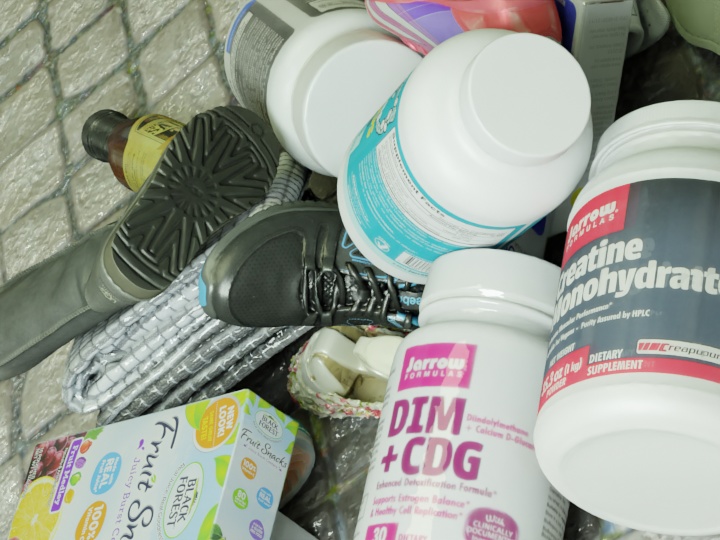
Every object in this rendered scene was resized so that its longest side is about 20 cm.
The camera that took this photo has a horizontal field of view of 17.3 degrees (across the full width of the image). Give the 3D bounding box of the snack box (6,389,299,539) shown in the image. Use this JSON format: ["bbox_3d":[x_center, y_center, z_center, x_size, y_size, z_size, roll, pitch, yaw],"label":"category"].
[{"bbox_3d":[-0.136,0.160,1.433,0.199,0.053,0.143,-16,50,41],"label":"snack box"}]

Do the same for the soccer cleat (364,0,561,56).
[{"bbox_3d":[0.060,-0.145,1.441,0.066,0.077,0.200,-16,14,-24],"label":"soccer cleat"}]

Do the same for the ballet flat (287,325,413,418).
[{"bbox_3d":[0.010,0.057,1.471,0.200,0.064,0.076,3,64,49],"label":"ballet flat"}]

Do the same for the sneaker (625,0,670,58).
[{"bbox_3d":[0.157,-0.210,1.489,0.115,0.075,0.201,-118,35,-44],"label":"sneaker"}]

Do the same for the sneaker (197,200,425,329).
[{"bbox_3d":[0.000,0.000,1.438,0.082,0.199,0.074,-137,43,-54],"label":"sneaker"}]

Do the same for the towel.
[{"bbox_3d":[-0.100,0.022,1.571,0.200,0.086,0.166,-38,12,11],"label":"towel"}]

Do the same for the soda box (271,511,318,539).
[{"bbox_3d":[-0.097,0.237,1.427,0.063,0.068,0.201,-6,55,45],"label":"soda box"}]

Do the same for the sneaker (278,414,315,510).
[{"bbox_3d":[-0.114,0.134,1.532,0.200,0.071,0.080,-33,44,26],"label":"sneaker"}]

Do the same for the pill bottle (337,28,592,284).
[{"bbox_3d":[0.063,-0.067,1.334,0.111,0.110,0.200,-67,9,-21],"label":"pill bottle"}]

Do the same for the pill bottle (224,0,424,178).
[{"bbox_3d":[-0.017,-0.127,1.586,0.114,0.114,0.200,-49,23,3],"label":"pill bottle"}]

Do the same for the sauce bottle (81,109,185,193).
[{"bbox_3d":[-0.148,-0.082,1.764,0.200,0.066,0.066,25,78,52],"label":"sauce bottle"}]

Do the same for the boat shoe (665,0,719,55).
[{"bbox_3d":[0.233,-0.165,1.427,0.060,0.072,0.201,-4,25,-9],"label":"boat shoe"}]

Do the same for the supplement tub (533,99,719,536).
[{"bbox_3d":[0.172,0.026,1.255,0.140,0.140,0.201,-17,48,38],"label":"supplement tub"}]

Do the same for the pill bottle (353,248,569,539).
[{"bbox_3d":[0.065,0.098,1.317,0.113,0.113,0.201,-10,58,42],"label":"pill bottle"}]

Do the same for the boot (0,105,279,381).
[{"bbox_3d":[-0.156,-0.013,1.532,0.182,0.073,0.200,-45,5,-36],"label":"boot"}]

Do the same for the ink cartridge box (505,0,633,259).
[{"bbox_3d":[0.100,-0.115,1.488,0.198,0.047,0.201,-127,36,-53],"label":"ink cartridge box"}]
